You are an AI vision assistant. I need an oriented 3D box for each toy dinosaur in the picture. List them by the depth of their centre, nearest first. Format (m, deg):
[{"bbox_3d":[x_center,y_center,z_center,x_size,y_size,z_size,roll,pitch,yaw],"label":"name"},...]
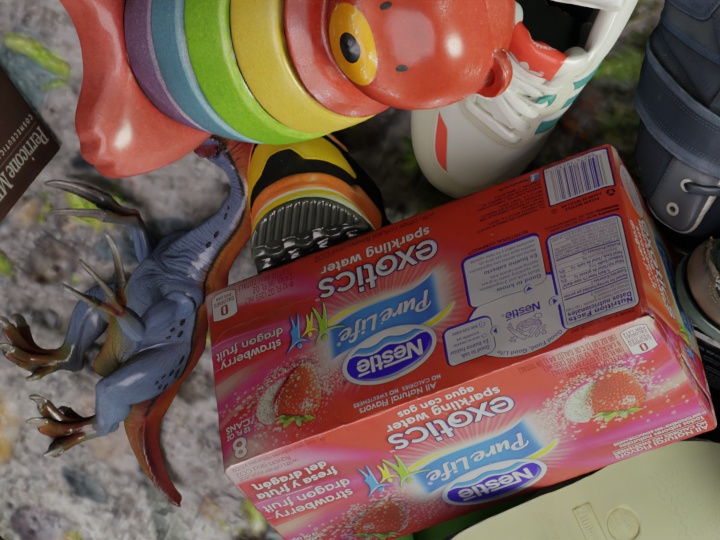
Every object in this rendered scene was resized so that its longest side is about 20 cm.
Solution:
[{"bbox_3d":[-0.096,0.005,1.370,0.181,0.105,0.200,-34,143,19],"label":"toy dinosaur"}]

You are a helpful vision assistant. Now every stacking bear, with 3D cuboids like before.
[{"bbox_3d":[-0.022,-0.106,1.193,0.200,0.114,0.122,3,107,44],"label":"stacking bear"}]

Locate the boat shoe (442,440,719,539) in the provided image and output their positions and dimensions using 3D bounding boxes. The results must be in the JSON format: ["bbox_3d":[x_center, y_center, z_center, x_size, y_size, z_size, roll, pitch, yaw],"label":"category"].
[{"bbox_3d":[0.108,0.126,1.246,0.063,0.201,0.074,-42,65,61],"label":"boat shoe"}]

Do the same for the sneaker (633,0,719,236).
[{"bbox_3d":[0.194,-0.059,1.170,0.202,0.077,0.147,43,132,38],"label":"sneaker"}]

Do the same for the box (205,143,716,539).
[{"bbox_3d":[0.042,0.039,1.224,0.199,0.100,0.096,-21,139,14],"label":"box"}]

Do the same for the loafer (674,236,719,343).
[{"bbox_3d":[0.234,0.014,1.219,0.199,0.072,0.063,16,137,-20],"label":"loafer"}]

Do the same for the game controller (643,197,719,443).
[{"bbox_3d":[0.164,0.034,1.304,0.200,0.042,0.104,27,139,2],"label":"game controller"}]

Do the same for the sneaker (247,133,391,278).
[{"bbox_3d":[0.000,0.000,1.320,0.070,0.090,0.200,-18,140,10],"label":"sneaker"}]

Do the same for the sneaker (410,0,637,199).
[{"bbox_3d":[0.069,-0.099,1.215,0.070,0.093,0.200,31,125,-1],"label":"sneaker"}]

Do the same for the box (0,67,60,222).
[{"bbox_3d":[-0.239,-0.100,1.316,0.075,0.100,0.200,-24,110,29],"label":"box"}]

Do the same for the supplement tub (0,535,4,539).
[{"bbox_3d":[-0.282,0.200,1.510,0.200,0.107,0.107,-21,112,28],"label":"supplement tub"}]

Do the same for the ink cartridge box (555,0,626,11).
[{"bbox_3d":[0.063,-0.217,1.080,0.144,0.200,0.148,14,124,11],"label":"ink cartridge box"}]

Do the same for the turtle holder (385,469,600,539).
[{"bbox_3d":[0.046,0.152,1.328,0.141,0.132,0.186,26,88,-19],"label":"turtle holder"}]
